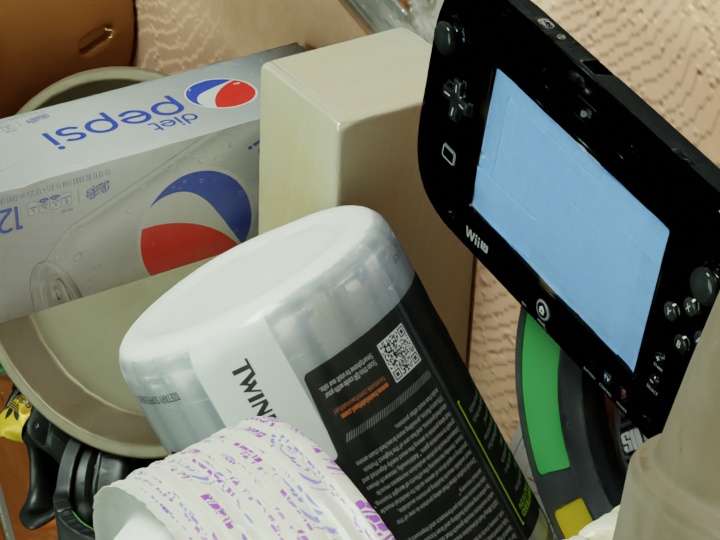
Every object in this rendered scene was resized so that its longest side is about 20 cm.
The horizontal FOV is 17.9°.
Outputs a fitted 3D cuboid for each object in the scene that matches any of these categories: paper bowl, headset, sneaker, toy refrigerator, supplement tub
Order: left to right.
[{"bbox_3d":[-0.169,0.063,1.324,0.070,0.090,0.201,31,131,50],"label":"sneaker"},{"bbox_3d":[-0.105,0.096,1.211,0.200,0.123,0.094,-123,27,-66],"label":"headset"},{"bbox_3d":[-0.035,0.159,0.777,0.201,0.104,0.201,52,156,35],"label":"paper bowl"},{"bbox_3d":[-0.001,0.086,0.918,0.122,0.122,0.200,-4,118,61],"label":"supplement tub"},{"bbox_3d":[0.000,0.000,1.010,0.070,0.076,0.200,41,139,44],"label":"toy refrigerator"}]

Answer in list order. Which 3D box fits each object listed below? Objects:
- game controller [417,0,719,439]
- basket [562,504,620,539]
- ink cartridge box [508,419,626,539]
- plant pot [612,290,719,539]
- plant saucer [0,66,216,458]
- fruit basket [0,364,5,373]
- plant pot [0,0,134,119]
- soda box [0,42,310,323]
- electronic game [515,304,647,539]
[{"bbox_3d":[0.080,-0.021,0.827,0.200,0.042,0.105,49,133,42],"label":"game controller"},{"bbox_3d":[0.126,0.183,0.777,0.135,0.123,0.200,-8,109,51],"label":"basket"},{"bbox_3d":[0.101,0.164,0.974,0.161,0.050,0.200,46,123,38],"label":"ink cartridge box"},{"bbox_3d":[0.177,0.020,0.625,0.200,0.200,0.174,20,106,55],"label":"plant pot"},{"bbox_3d":[-0.112,-0.004,1.165,0.200,0.029,0.201,5,100,28],"label":"plant saucer"},{"bbox_3d":[-0.269,-0.026,1.412,0.216,0.155,0.216,162,90,-79],"label":"fruit basket"},{"bbox_3d":[-0.215,-0.145,1.238,0.200,0.140,0.201,35,134,48],"label":"plant pot"},{"bbox_3d":[-0.092,-0.042,1.017,0.068,0.200,0.064,34,133,47],"label":"soda box"},{"bbox_3d":[0.125,0.062,0.848,0.200,0.042,0.200,29,126,49],"label":"electronic game"}]
